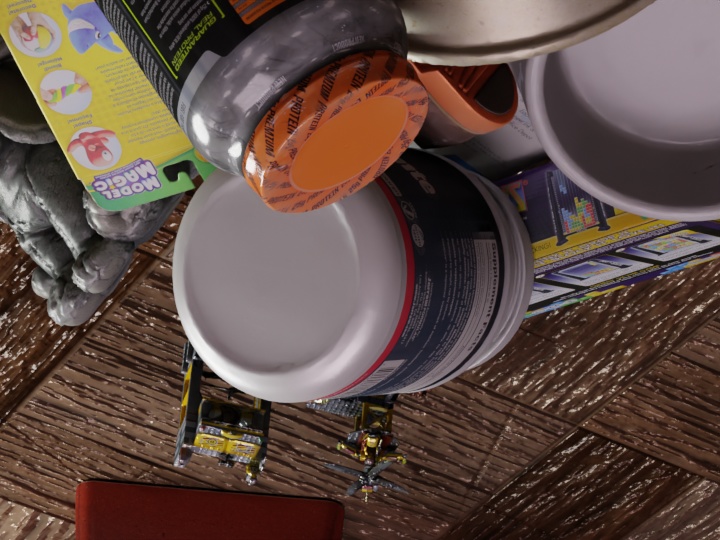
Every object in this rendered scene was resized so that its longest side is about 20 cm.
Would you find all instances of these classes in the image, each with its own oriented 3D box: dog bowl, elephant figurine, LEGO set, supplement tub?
[{"bbox_3d":[0.176,-0.112,1.552,0.199,0.059,0.201,2,126,3],"label":"dog bowl"},{"bbox_3d":[-0.210,-0.074,1.729,0.200,0.155,0.142,36,102,0],"label":"elephant figurine"},{"bbox_3d":[-0.038,0.081,1.912,0.199,0.116,0.154,18,141,-17],"label":"LEGO set"},{"bbox_3d":[-0.058,-0.133,1.424,0.122,0.200,0.123,-28,155,-14],"label":"supplement tub"},{"bbox_3d":[0.000,0.000,1.612,0.140,0.141,0.200,-18,172,27],"label":"supplement tub"}]

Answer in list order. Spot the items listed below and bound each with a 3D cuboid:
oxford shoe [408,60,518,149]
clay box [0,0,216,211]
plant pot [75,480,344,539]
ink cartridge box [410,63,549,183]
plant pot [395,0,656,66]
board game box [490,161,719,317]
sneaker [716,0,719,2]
[{"bbox_3d":[-0.004,-0.138,1.581,0.073,0.071,0.200,-27,114,40],"label":"oxford shoe"},{"bbox_3d":[-0.130,-0.133,1.578,0.115,0.048,0.200,-16,123,15],"label":"clay box"},{"bbox_3d":[-0.121,0.291,2.155,0.199,0.177,0.200,5,144,0],"label":"plant pot"},{"bbox_3d":[0.089,-0.125,1.665,0.200,0.067,0.116,-26,134,35],"label":"ink cartridge box"},{"bbox_3d":[0.058,-0.236,1.441,0.200,0.201,0.184,-7,131,15],"label":"plant pot"},{"bbox_3d":[0.132,-0.025,1.750,0.199,0.057,0.165,-18,166,27],"label":"board game box"},{"bbox_3d":[0.213,-0.141,1.620,0.199,0.075,0.085,22,131,-22],"label":"sneaker"}]
